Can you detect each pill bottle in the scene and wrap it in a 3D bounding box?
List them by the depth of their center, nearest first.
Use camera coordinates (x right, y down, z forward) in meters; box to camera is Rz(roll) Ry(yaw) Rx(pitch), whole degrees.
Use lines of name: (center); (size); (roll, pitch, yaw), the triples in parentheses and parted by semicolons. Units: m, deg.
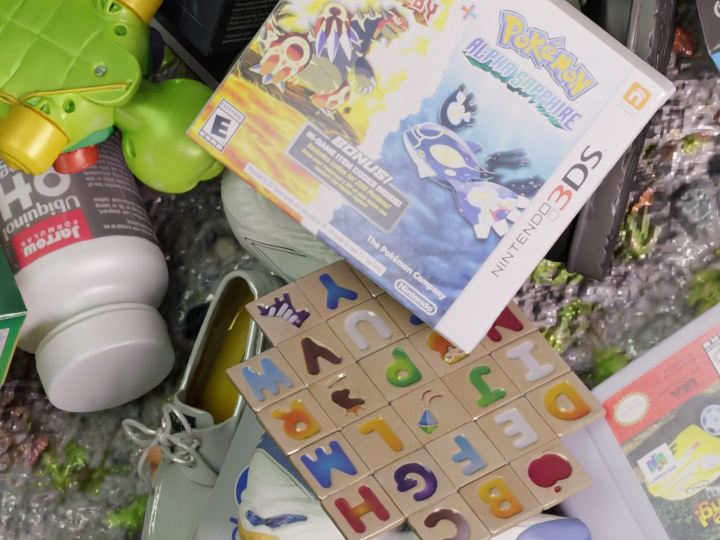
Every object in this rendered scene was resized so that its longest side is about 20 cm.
pill bottle: (-0.183, -0.017, 1.580); (0.111, 0.111, 0.200); (-32, 62, 18)

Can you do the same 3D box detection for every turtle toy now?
turtle toy: (-0.165, -0.114, 1.508); (0.200, 0.101, 0.146); (30, 79, 23)

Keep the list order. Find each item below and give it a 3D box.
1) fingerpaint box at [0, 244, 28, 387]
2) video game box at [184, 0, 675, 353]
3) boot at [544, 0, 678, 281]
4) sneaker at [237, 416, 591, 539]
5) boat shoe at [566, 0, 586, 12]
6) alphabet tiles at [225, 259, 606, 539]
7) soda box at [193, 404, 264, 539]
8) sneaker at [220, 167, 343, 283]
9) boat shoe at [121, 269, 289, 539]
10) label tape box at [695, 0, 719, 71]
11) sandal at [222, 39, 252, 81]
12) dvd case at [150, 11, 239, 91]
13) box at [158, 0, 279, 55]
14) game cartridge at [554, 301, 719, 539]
fingerpaint box: (-0.284, 0.022, 1.585); (0.167, 0.073, 0.200); (65, 149, 27)
video game box: (0.036, -0.086, 1.377); (0.200, 0.047, 0.182); (37, 103, 3)
boot: (0.085, -0.106, 1.427); (0.157, 0.079, 0.212); (16, 98, 11)
sneaker: (0.031, 0.120, 1.390); (0.199, 0.075, 0.088); (7, 79, 13)
boat shoe: (0.094, -0.235, 1.466); (0.060, 0.202, 0.072); (-28, 14, -21)
alphabet tiles: (0.030, 0.067, 1.396); (0.166, 0.006, 0.200); (-25, 56, -22)
soda box: (-0.054, 0.165, 1.479); (0.063, 0.068, 0.201); (19, 85, 32)
sneaker: (0.000, 0.000, 1.506); (0.200, 0.072, 0.072); (42, 90, 18)
boat shoe: (-0.095, 0.093, 1.510); (0.074, 0.086, 0.203); (24, 91, 36)
label tape box: (0.258, -0.165, 1.402); (0.143, 0.066, 0.201); (-20, 65, 23)
sandal: (0.012, -0.108, 1.491); (0.200, 0.080, 0.057); (-4, 29, 13)
dvd case: (-0.073, -0.197, 1.623); (0.150, 0.025, 0.200); (-50, 58, 8)
box: (-0.087, -0.262, 1.530); (0.200, 0.104, 0.183); (44, 129, 32)
game cartridge: (0.196, 0.095, 1.379); (0.200, 0.041, 0.133); (-36, 65, 16)
